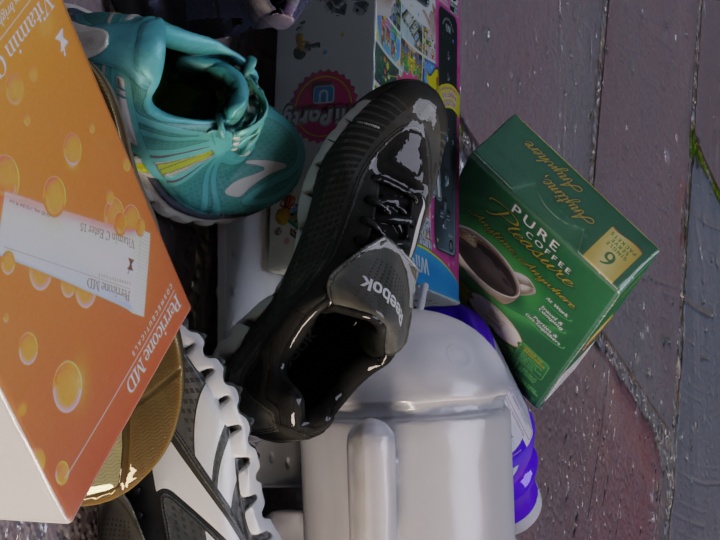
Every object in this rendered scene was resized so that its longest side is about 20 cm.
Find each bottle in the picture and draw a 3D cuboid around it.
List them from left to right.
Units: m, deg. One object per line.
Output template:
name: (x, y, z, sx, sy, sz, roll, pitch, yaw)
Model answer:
bottle: (0.069, 0.103, 1.353, 0.200, 0.083, 0.065, 62, 13, -48)

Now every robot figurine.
robot figurine: (0.024, 0.107, 1.117, 0.170, 0.113, 0.201, -2, 90, -79)

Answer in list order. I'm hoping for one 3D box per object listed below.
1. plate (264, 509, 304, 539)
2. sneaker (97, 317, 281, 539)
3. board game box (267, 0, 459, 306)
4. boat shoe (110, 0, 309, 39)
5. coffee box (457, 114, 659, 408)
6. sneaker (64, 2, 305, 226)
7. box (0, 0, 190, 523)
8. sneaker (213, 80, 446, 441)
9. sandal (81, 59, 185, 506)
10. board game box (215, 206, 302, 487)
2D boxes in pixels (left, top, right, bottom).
plate: (-0.023, 0.232, 1.180, 0.200, 0.032, 0.200, 11, 78, -68)
sneaker: (-0.089, 0.108, 0.974, 0.090, 0.066, 0.201, -21, 90, -29)
board game box: (0.006, -0.087, 1.178, 0.147, 0.064, 0.201, 21, 69, -67)
boat shoe: (-0.051, -0.184, 1.071, 0.075, 0.092, 0.200, 67, 30, -42)
coffee box: (0.102, -0.001, 1.292, 0.044, 0.123, 0.200, -41, 168, -23)
sneaker: (-0.077, -0.070, 0.997, 0.200, 0.079, 0.078, 26, 66, -60)
box: (-0.157, -0.021, 0.778, 0.125, 0.097, 0.200, -64, 145, -43)
sneaker: (0.000, 0.000, 1.025, 0.066, 0.090, 0.200, 33, 81, -29)
sandal: (-0.121, 0.001, 0.923, 0.054, 0.080, 0.201, -85, 166, -86)
board game box: (-0.042, 0.019, 1.163, 0.200, 0.026, 0.201, 13, 75, -68)
